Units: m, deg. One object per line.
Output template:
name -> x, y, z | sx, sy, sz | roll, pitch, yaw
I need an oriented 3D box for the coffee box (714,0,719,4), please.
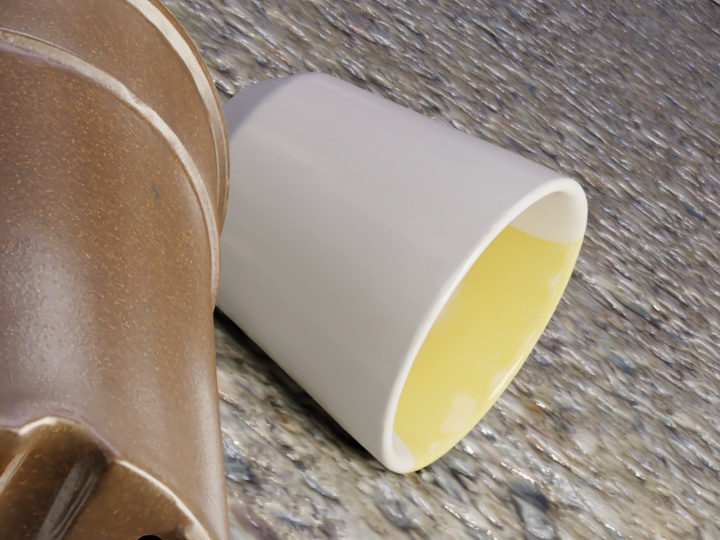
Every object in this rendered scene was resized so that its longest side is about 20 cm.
coffee box -> 0.540, -0.405, 2.956 | 0.199, 0.201, 0.198 | 29, 18, -20

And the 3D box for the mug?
mug -> -0.004, 0.001, 1.080 | 0.153, 0.187, 0.149 | 33, 48, 20

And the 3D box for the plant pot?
plant pot -> -0.119, 0.035, 0.654 | 0.199, 0.201, 0.199 | 25, 27, -30
